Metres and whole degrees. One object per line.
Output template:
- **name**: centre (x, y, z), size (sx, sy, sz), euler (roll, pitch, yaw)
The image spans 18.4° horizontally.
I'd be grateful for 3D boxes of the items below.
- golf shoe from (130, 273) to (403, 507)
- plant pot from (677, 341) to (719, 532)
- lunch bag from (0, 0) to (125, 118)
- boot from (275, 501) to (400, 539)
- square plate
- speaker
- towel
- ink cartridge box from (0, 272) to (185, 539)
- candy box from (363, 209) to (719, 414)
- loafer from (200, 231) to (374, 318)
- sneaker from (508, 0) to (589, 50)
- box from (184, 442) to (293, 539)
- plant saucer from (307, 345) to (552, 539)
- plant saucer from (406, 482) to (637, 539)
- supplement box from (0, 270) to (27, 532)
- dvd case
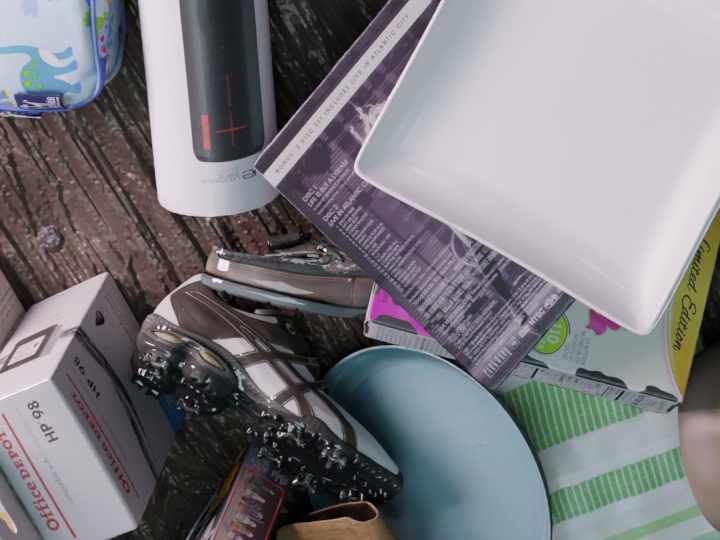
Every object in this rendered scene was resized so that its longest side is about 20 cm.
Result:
- **golf shoe**: centre (-0.047, 0.074, 1.437), size (0.200, 0.095, 0.078), euler (34, 146, -8)
- **plant pot**: centre (0.297, 0.096, 1.365), size (0.173, 0.200, 0.201), euler (-12, 113, 30)
- **lunch bag**: centre (-0.226, -0.196, 1.354), size (0.160, 0.083, 0.201), euler (5, 113, 9)
- **boot**: centre (-0.039, 0.198, 1.479), size (0.200, 0.074, 0.076), euler (-21, 98, 46)
- **square plate**: centre (0.126, -0.096, 1.268), size (0.199, 0.028, 0.199), euler (30, 98, 11)
- **speaker**: centre (-0.094, -0.137, 1.361), size (0.081, 0.081, 0.201), euler (0, 113, 8)
- **towel**: centre (0.171, 0.122, 1.443), size (0.152, 0.023, 0.201), euler (-21, 103, -2)
- **ink cartridge box**: centre (-0.181, 0.100, 1.410), size (0.066, 0.200, 0.116), euler (-22, 110, 16)
- **candy box**: centre (0.113, -0.004, 1.366), size (0.199, 0.061, 0.137), euler (14, 80, 1)
- **loafer**: centre (0.000, 0.000, 1.424), size (0.199, 0.072, 0.063), euler (11, 94, -4)
- **sneaker**: centre (0.117, -0.126, 1.319), size (0.077, 0.076, 0.200), euler (-43, 89, -6)
- **box**: centre (-0.102, 0.202, 1.444), size (0.040, 0.200, 0.137), euler (31, 113, -4)
- **plant saucer**: centre (0.047, 0.140, 1.450), size (0.199, 0.027, 0.201), euler (16, 117, 34)
- **plant saucer**: centre (0.115, 0.197, 1.503), size (0.199, 0.035, 0.201), euler (3, 114, 6)
- **supplement box**: centre (-0.262, 0.102, 1.492), size (0.126, 0.074, 0.201), euler (-23, 109, 17)
- **dvd case**: centre (0.054, -0.050, 1.312), size (0.200, 0.016, 0.149), euler (43, 103, 9)
